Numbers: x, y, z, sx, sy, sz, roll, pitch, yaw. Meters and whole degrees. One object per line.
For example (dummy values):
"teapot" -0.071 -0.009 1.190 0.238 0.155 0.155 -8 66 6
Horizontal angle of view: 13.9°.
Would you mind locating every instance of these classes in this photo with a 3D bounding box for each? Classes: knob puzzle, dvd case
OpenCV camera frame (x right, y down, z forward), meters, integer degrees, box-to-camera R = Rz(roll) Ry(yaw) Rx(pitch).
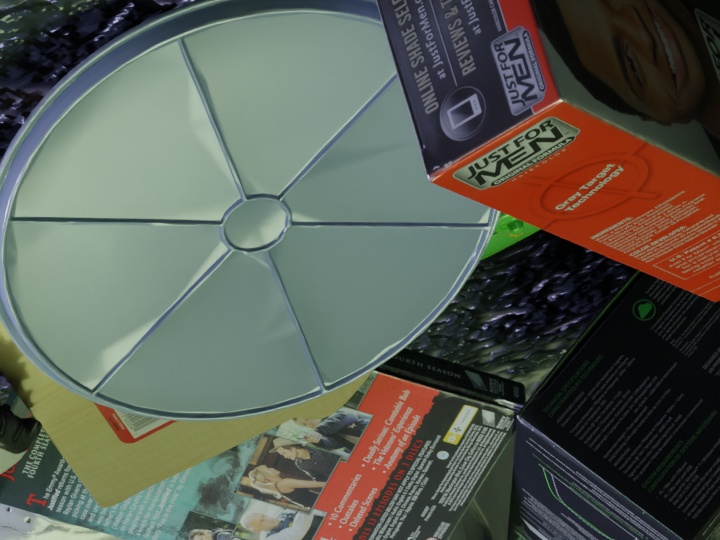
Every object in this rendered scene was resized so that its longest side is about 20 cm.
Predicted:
"knob puzzle" -0.052 -0.013 1.141 0.219 0.031 0.220 -10 131 -11
"dvd case" -0.048 0.072 1.247 0.199 0.022 0.146 16 132 -13

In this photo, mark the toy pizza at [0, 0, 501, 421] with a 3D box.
"toy pizza" -0.042 -0.026 1.092 0.199 0.032 0.201 -11 132 -13

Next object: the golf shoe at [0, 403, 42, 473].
"golf shoe" -0.204 0.091 1.172 0.200 0.095 0.078 -11 150 42

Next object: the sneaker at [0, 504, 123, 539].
"sneaker" -0.179 0.116 1.356 0.199 0.076 0.092 -9 135 -9

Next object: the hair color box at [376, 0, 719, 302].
"hair color box" 0.089 -0.064 1.070 0.061 0.102 0.200 -30 153 28

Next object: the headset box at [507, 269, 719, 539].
"headset box" 0.152 0.066 1.299 0.174 0.093 0.200 -48 163 -17

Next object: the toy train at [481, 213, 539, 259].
"toy train" 0.000 0.000 1.231 0.200 0.042 0.056 -27 164 26

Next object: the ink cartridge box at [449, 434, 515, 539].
"ink cartridge box" -0.023 0.164 1.433 0.144 0.148 0.200 8 147 -40
